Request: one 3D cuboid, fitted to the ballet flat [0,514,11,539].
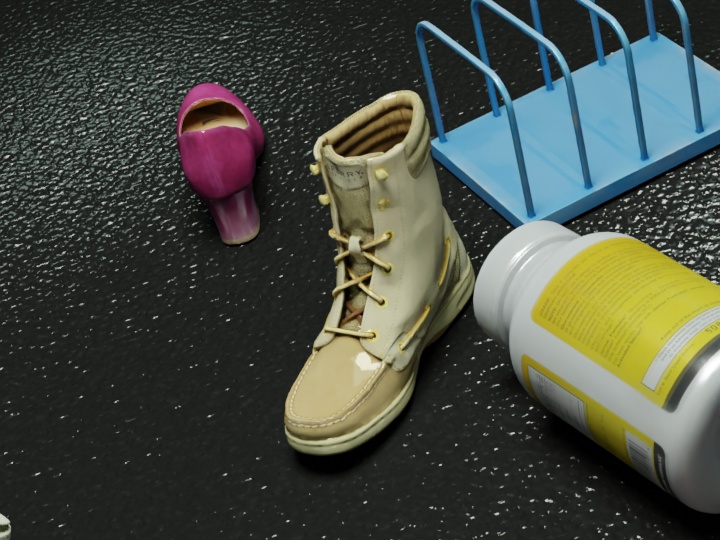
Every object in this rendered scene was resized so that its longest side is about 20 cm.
[{"bbox_3d":[-0.233,0.174,1.118,0.071,0.069,0.200,-7,37,-20],"label":"ballet flat"}]

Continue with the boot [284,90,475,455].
[{"bbox_3d":[0.000,0.000,1.176,0.073,0.156,0.200,11,44,31],"label":"boot"}]

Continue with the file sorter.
[{"bbox_3d":[0.156,-0.140,1.335,0.200,0.123,0.139,-27,37,-14],"label":"file sorter"}]

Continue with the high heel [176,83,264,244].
[{"bbox_3d":[-0.111,-0.109,1.411,0.067,0.096,0.200,-13,36,3],"label":"high heel"}]

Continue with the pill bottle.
[{"bbox_3d":[0.156,0.045,1.097,0.112,0.112,0.200,-31,40,-21],"label":"pill bottle"}]
